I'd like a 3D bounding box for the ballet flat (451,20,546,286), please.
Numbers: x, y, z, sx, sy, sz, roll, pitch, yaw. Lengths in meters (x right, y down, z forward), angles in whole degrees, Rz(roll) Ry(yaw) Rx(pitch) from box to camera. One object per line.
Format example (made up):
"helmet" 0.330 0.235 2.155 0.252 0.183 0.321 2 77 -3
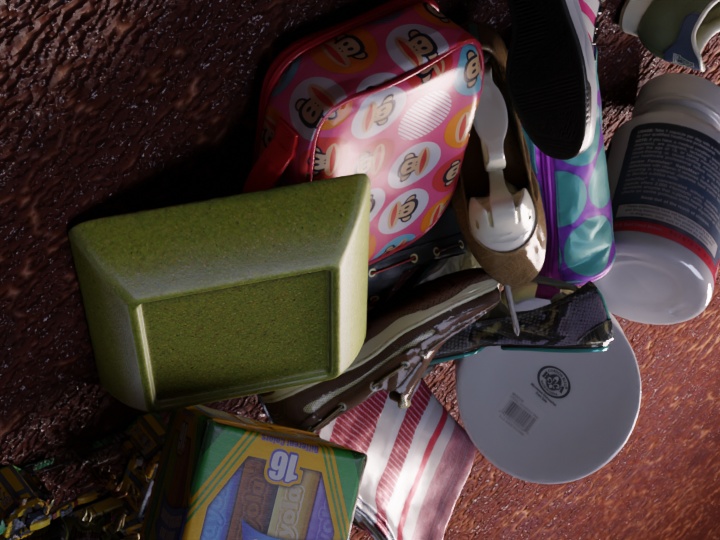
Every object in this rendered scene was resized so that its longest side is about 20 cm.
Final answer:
"ballet flat" 0.097 -0.078 1.196 0.067 0.203 0.072 -9 -166 1

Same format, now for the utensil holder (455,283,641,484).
"utensil holder" 0.166 0.096 1.474 0.170 0.170 0.200 -46 177 3

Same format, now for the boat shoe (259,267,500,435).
"boat shoe" 0.022 0.068 1.271 0.201 0.075 0.075 -26 -171 2

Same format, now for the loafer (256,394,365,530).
"loafer" -0.028 0.134 1.358 0.072 0.073 0.200 -28 129 15

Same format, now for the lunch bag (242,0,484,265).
"lunch bag" -0.009 -0.079 1.136 0.175 0.082 0.201 -28 150 -30

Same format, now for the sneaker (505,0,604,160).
"sneaker" 0.153 -0.190 1.162 0.120 0.083 0.202 -30 118 -39

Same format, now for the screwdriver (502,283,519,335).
"screwdriver" 0.099 -0.049 1.250 0.028 0.203 0.029 -15 -178 -17

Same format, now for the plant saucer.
"plant saucer" -0.086 0.029 1.122 0.197 0.048 0.201 -10 145 -8

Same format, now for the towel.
"towel" 0.028 0.146 1.371 0.200 0.023 0.145 51 48 -38

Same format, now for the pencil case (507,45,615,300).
"pencil case" 0.152 -0.084 1.299 0.093 0.084 0.202 -61 147 -47

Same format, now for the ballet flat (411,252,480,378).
"ballet flat" 0.054 0.053 1.442 0.200 0.072 0.072 -43 154 -6

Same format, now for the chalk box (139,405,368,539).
"chalk box" -0.090 0.208 1.173 0.122 0.124 0.202 16 86 -19

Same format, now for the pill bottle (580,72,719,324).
"pill bottle" 0.265 -0.067 1.441 0.120 0.118 0.202 85 21 -58

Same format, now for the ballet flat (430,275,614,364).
"ballet flat" 0.101 0.038 1.314 0.198 0.073 0.072 -7 162 19

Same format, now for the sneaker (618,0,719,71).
"sneaker" 0.310 -0.246 1.355 0.200 0.090 0.067 -46 153 1

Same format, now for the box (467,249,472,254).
"box" 0.160 -0.045 1.452 0.199 0.050 0.076 0 110 -55

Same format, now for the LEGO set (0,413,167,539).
"LEGO set" -0.192 0.207 1.236 0.199 0.116 0.155 -12 139 -49

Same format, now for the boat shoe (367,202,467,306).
"boat shoe" 0.001 0.000 1.265 0.200 0.064 0.073 -28 -174 -33
